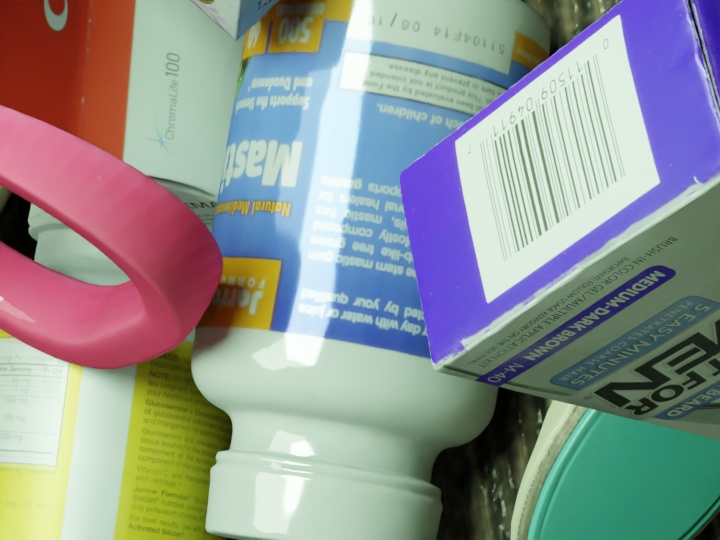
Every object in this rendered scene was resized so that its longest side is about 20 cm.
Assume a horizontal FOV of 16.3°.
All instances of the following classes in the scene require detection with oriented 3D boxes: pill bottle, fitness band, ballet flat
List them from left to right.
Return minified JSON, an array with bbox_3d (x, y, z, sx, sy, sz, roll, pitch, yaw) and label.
[{"bbox_3d":[-0.123,-0.020,0.875,0.038,0.143,0.200,-60,15,-17],"label":"fitness band"},{"bbox_3d":[-0.104,0.066,1.008,0.112,0.111,0.202,-7,72,51],"label":"pill bottle"},{"bbox_3d":[0.000,0.000,0.894,0.112,0.111,0.202,-1,77,52],"label":"pill bottle"},{"bbox_3d":[0.110,0.017,0.795,0.201,0.069,0.070,-56,41,22],"label":"ballet flat"}]

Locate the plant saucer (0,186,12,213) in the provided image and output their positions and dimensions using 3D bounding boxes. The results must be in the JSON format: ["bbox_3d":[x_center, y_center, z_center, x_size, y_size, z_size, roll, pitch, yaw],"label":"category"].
[{"bbox_3d":[-0.198,-0.091,1.134,0.199,0.029,0.202,-21,63,49],"label":"plant saucer"}]

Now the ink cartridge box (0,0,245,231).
[{"bbox_3d":[-0.067,-0.106,0.947,0.057,0.200,0.164,-4,72,23],"label":"ink cartridge box"}]

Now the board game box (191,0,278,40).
[{"bbox_3d":[-0.047,-0.214,0.881,0.199,0.200,0.041,-44,-11,-19],"label":"board game box"}]

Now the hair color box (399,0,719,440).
[{"bbox_3d":[0.121,-0.004,0.662,0.109,0.199,0.065,-36,53,40],"label":"hair color box"}]
